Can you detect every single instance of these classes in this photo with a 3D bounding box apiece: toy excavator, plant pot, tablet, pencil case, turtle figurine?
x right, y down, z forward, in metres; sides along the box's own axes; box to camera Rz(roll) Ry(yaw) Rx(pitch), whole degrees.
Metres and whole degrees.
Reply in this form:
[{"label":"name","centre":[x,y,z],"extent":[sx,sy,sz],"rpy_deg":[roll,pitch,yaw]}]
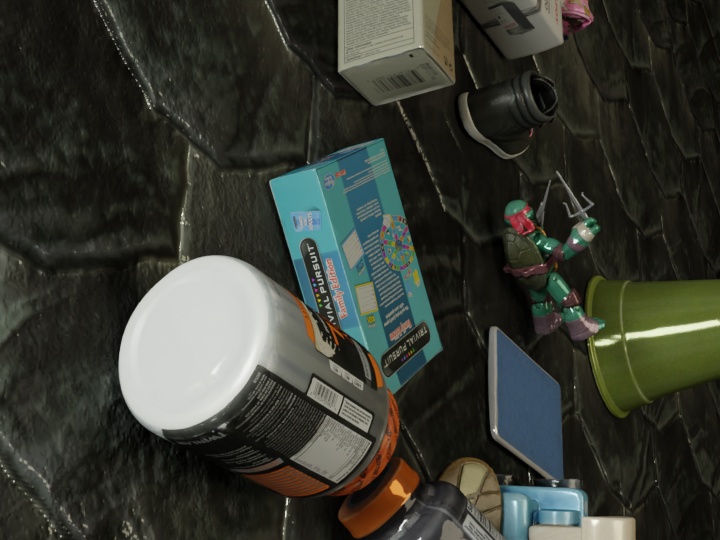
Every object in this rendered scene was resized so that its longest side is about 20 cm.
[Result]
[{"label":"toy excavator","centre":[0.162,0.238,1.171],"extent":[0.200,0.193,0.101],"rpy_deg":[18,72,-66]},{"label":"plant pot","centre":[0.428,0.090,1.780],"extent":[0.200,0.188,0.202],"rpy_deg":[33,51,-55]},{"label":"tablet","centre":[0.187,0.157,1.469],"extent":[0.200,0.014,0.131],"rpy_deg":[39,46,-51]},{"label":"pencil case","centre":[0.271,-0.422,1.803],"extent":[0.086,0.082,0.202],"rpy_deg":[28,54,-56]},{"label":"turtle figurine","centre":[0.212,-0.019,1.505],"extent":[0.150,0.100,0.202],"rpy_deg":[34,-34,67]}]

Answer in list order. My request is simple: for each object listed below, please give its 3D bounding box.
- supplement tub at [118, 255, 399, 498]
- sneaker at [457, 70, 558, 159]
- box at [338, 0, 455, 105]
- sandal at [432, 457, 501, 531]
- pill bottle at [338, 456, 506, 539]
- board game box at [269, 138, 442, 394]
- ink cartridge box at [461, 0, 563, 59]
[{"label":"supplement tub","centre":[-0.060,0.081,0.884],"extent":[0.200,0.121,0.124],"rpy_deg":[40,45,-53]},{"label":"sneaker","centre":[0.195,-0.181,1.531],"extent":[0.200,0.098,0.071],"rpy_deg":[7,71,-64]},{"label":"box","centre":[0.033,-0.272,1.253],"extent":[0.078,0.094,0.202],"rpy_deg":[35,50,-55]},{"label":"sandal","centre":[0.072,0.263,1.146],"extent":[0.080,0.054,0.202],"rpy_deg":[14,81,-31]},{"label":"pill bottle","centre":[0.072,0.245,1.056],"extent":[0.200,0.106,0.106],"rpy_deg":[47,33,-7]},{"label":"board game box","centre":[0.000,0.000,1.122],"extent":[0.151,0.047,0.202],"rpy_deg":[-32,108,-63]},{"label":"ink cartridge box","centre":[0.173,-0.372,1.585],"extent":[0.200,0.084,0.147],"rpy_deg":[38,46,-55]}]
